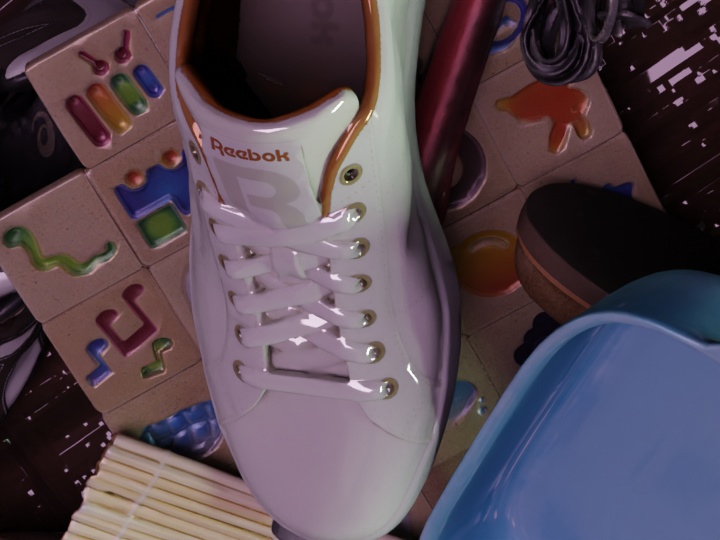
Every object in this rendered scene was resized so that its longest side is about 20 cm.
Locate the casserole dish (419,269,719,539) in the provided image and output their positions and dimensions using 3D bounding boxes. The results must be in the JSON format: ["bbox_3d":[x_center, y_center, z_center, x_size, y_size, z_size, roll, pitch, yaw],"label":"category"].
[{"bbox_3d":[0.087,0.068,0.660,0.121,0.039,0.200,34,145,5],"label":"casserole dish"}]

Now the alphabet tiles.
[{"bbox_3d":[0.000,0.000,0.705,0.166,0.006,0.200,-29,117,3],"label":"alphabet tiles"}]

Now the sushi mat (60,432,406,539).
[{"bbox_3d":[-0.003,0.117,0.747,0.200,0.012,0.096,22,112,-17],"label":"sushi mat"}]

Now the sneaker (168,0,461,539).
[{"bbox_3d":[-0.020,-0.016,0.631,0.073,0.085,0.200,3,109,18],"label":"sneaker"}]

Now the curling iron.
[{"bbox_3d":[0.018,-0.011,0.676,0.050,0.026,0.200,37,110,31],"label":"curling iron"}]

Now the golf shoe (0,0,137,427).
[{"bbox_3d":[-0.123,-0.003,0.741,0.078,0.094,0.200,34,114,2],"label":"golf shoe"}]

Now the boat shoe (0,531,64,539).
[{"bbox_3d":[-0.165,0.122,0.802,0.200,0.070,0.070,-18,90,20],"label":"boat shoe"}]

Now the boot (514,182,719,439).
[{"bbox_3d":[0.114,0.053,0.700,0.200,0.074,0.075,35,123,-7],"label":"boot"}]
